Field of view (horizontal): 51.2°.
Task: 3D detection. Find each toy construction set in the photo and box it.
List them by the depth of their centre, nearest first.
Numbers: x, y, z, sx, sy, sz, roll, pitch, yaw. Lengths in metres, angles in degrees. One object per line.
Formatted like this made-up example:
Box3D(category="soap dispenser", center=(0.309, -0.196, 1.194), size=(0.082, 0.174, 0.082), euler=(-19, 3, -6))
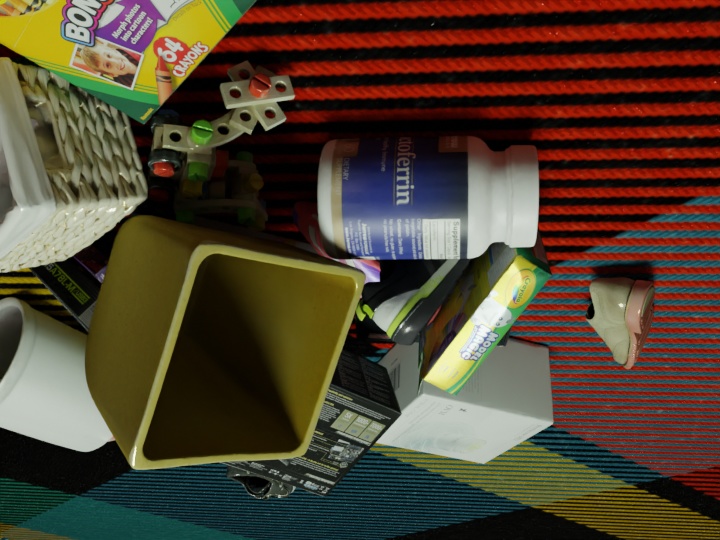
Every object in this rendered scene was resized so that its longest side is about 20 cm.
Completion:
Box3D(category="toy construction set", center=(-0.131, -0.103, 0.697), size=(0.130, 0.093, 0.200), euler=(4, 148, -18))

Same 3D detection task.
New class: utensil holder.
Box3D(category="utensil holder", center=(-0.452, 0.157, 1.079), size=(0.169, 0.171, 0.200), euler=(-17, 144, 29))

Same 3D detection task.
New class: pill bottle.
Box3D(category="pill bottle", center=(0.065, -0.068, 0.712), size=(0.199, 0.116, 0.116), euler=(0, 147, 7))

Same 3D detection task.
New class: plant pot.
Box3D(category="plant pot", center=(-0.151, 0.047, 0.715), size=(0.195, 0.195, 0.200), euler=(11, -168, -46))

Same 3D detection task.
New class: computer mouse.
Box3D(category="computer mouse", center=(-0.220, -0.018, 0.822), size=(0.058, 0.034, 0.201), euler=(12, 115, 16))

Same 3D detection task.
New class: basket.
Box3D(category="basket", center=(-0.297, -0.083, 0.678), size=(0.123, 0.136, 0.199), euler=(-10, 170, -46))

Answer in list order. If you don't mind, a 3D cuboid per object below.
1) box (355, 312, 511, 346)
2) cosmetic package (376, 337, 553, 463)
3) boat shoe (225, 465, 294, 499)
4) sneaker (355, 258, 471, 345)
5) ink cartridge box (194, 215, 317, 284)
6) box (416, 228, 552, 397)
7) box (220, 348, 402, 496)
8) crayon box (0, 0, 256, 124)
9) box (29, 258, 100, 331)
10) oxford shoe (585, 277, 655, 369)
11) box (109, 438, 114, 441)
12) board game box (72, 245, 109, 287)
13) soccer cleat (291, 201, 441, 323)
Box3D(category="box", center=(0.092, 0.034, 0.931), size=(0.199, 0.046, 0.159), euler=(3, 146, 2))
Box3D(category="cosmetic package", center=(0.139, 0.181, 1.085), size=(0.199, 0.124, 0.200), euler=(13, 147, -16))
Box3D(category="boat shoe", center=(-0.149, 0.304, 1.106), size=(0.068, 0.057, 0.200), euler=(-6, 146, 16))
Box3D(category="sneaker", center=(0.063, -0.010, 0.767), size=(0.083, 0.200, 0.072), euler=(34, 135, 9))
Box3D(category="ink cartridge box", center=(-0.122, 0.026, 0.911), size=(0.199, 0.083, 0.146), euler=(14, 146, -13))
Box3D(category="box", center=(0.122, 0.043, 0.804), size=(0.048, 0.118, 0.200), euler=(30, 118, -10))
Box3D(category="box", center=(-0.082, 0.164, 0.901), size=(0.199, 0.086, 0.164), euler=(27, 114, -28))
Box3D(category="crayon box", center=(-0.189, -0.219, 0.561), size=(0.172, 0.059, 0.200), euler=(27, 142, -31))
Box3D(category="box", center=(-0.313, 0.069, 0.935), size=(0.200, 0.048, 0.193), euler=(35, 162, 31))
Box3D(category="oxford shoe", center=(0.325, 0.061, 0.945), size=(0.073, 0.071, 0.200), euler=(19, 155, 27))
Box3D(category="box", center=(-0.369, 0.200, 1.200), size=(0.199, 0.095, 0.103), euler=(-17, 141, 29))
Box3D(category="board game box", center=(-0.270, 0.053, 0.918), size=(0.120, 0.032, 0.200), euler=(29, 156, 53))
Box3D(category="soccer cleat", center=(0.000, 0.000, 0.825), size=(0.199, 0.067, 0.077), euler=(34, 116, -11))
